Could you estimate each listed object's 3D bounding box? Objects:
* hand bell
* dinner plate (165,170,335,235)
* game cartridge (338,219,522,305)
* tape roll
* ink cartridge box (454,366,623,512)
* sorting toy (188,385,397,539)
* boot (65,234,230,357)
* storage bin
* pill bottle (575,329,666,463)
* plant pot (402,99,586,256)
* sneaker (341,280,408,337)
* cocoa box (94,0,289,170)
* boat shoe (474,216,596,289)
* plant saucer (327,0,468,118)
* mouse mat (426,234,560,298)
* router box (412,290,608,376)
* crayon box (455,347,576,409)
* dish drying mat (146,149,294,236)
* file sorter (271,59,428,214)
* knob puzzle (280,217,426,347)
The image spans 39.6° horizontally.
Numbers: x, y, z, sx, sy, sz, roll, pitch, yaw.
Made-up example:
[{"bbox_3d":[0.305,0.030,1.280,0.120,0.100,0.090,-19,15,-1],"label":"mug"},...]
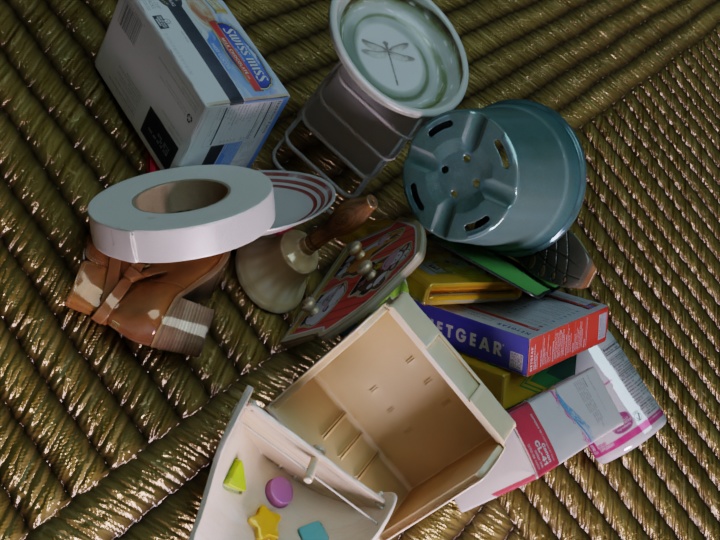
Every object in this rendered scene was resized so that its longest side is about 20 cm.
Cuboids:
[{"bbox_3d":[-0.049,-0.035,1.149,0.103,0.199,0.106,21,55,-33],"label":"hand bell"},{"bbox_3d":[-0.125,-0.073,1.144,0.199,0.197,0.025,-31,124,-46],"label":"dinner plate"},{"bbox_3d":[0.088,-0.016,1.301,0.174,0.033,0.199,-1,28,-39],"label":"game cartridge"},{"bbox_3d":[-0.188,-0.064,1.061,0.202,0.200,0.038,-33,127,-46],"label":"tape roll"},{"bbox_3d":[0.208,0.207,1.233,0.198,0.147,0.087,-15,72,-43],"label":"ink cartridge box"},{"bbox_3d":[-0.091,0.256,1.005,0.199,0.107,0.182,38,52,-12],"label":"sorting toy"},{"bbox_3d":[-0.228,-0.002,1.096,0.153,0.077,0.203,21,47,-12],"label":"boot"},{"bbox_3d":[0.034,0.160,1.091,0.201,0.198,0.094,49,39,1],"label":"storage bin"},{"bbox_3d":[0.323,0.152,1.387,0.112,0.113,0.202,-22,75,-45],"label":"pill bottle"},{"bbox_3d":[0.154,-0.113,1.219,0.202,0.199,0.195,59,26,12],"label":"plant pot"},{"bbox_3d":[0.023,0.094,1.223,0.074,0.104,0.205,-5,94,-31],"label":"sneaker"},{"bbox_3d":[-0.204,-0.228,1.201,0.130,0.134,0.201,-16,64,-43],"label":"cocoa box"},{"bbox_3d":[0.241,-0.033,1.342,0.073,0.077,0.199,23,10,-45],"label":"boat shoe"},{"bbox_3d":[0.039,-0.262,1.210,0.197,0.050,0.204,16,57,-26],"label":"plant saucer"},{"bbox_3d":[0.176,-0.010,1.293,0.159,0.008,0.199,30,11,16],"label":"mouse mat"},{"bbox_3d":[0.190,0.063,1.297,0.177,0.198,0.050,-15,114,-42],"label":"router box"},{"bbox_3d":[0.173,0.121,1.282,0.198,0.126,0.052,-17,116,-44],"label":"crayon box"},{"bbox_3d":[-0.171,-0.090,1.231,0.197,0.018,0.078,15,53,-32],"label":"dish drying mat"},{"bbox_3d":[-0.008,-0.187,1.300,0.138,0.200,0.125,40,48,-7],"label":"file sorter"},{"bbox_3d":[0.000,0.000,1.153,0.031,0.218,0.221,47,42,-18],"label":"knob puzzle"}]
